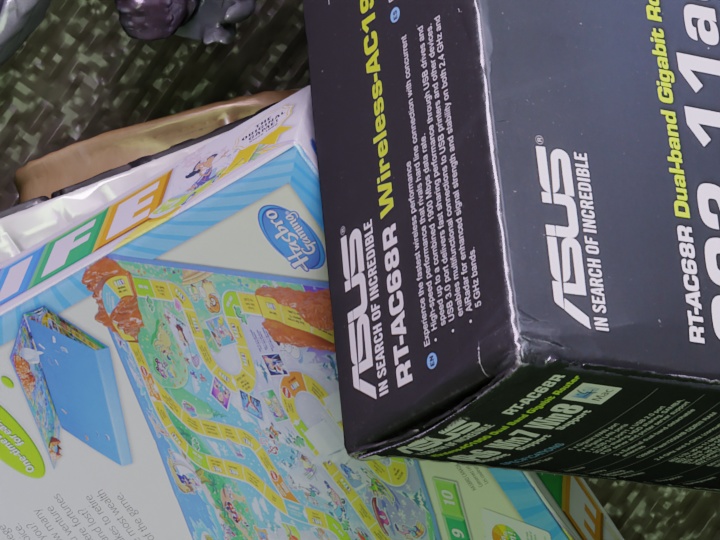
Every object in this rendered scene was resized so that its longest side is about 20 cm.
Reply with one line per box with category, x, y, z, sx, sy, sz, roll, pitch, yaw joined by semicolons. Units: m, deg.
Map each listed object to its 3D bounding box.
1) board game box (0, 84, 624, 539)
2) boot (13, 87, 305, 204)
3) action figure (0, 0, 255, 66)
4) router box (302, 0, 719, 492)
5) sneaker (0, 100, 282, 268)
board game box;-0.013;0.075;0.671;0.134;0.034;0.200;-28;109;17
boot;0.019;0.047;0.756;0.175;0.066;0.201;-15;83;-3
action figure;-0.094;-0.080;0.742;0.130;0.069;0.200;38;87;10
router box;0.064;-0.055;0.636;0.149;0.062;0.201;7;66;-33
sneaker;0.000;0.000;0.709;0.199;0.079;0.089;-22;94;-1
